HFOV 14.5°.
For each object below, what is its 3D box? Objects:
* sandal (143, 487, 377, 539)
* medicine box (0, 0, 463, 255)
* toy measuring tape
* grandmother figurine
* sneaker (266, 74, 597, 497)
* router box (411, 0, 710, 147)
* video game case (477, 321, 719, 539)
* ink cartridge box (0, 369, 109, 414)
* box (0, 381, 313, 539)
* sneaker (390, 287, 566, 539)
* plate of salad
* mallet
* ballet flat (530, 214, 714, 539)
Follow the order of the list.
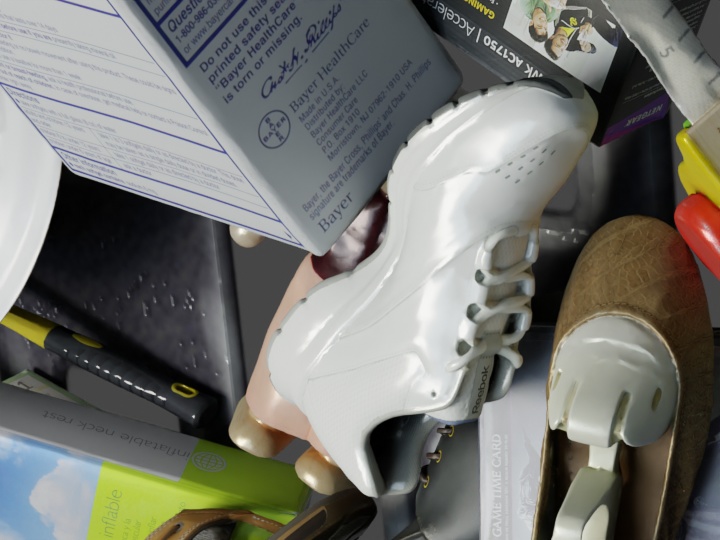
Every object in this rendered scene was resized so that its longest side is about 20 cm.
[{"bbox_3d":[-0.082,0.140,1.282,0.200,0.082,0.055,-30,83,31],"label":"sandal"},{"bbox_3d":[-0.088,-0.121,1.145,0.182,0.103,0.200,19,153,48],"label":"medicine box"},{"bbox_3d":[0.131,-0.057,1.068,0.073,0.074,0.200,-29,104,44],"label":"toy measuring tape"},{"bbox_3d":[0.000,0.000,1.234,0.121,0.061,0.200,24,123,-1],"label":"grandmother figurine"},{"bbox_3d":[0.040,0.007,1.108,0.200,0.074,0.087,-58,48,36],"label":"sneaker"},{"bbox_3d":[0.054,-0.165,1.118,0.200,0.051,0.150,38,130,24],"label":"router box"},{"bbox_3d":[0.141,0.094,1.113,0.199,0.019,0.144,1,95,23],"label":"video game case"},{"bbox_3d":[-0.189,0.118,1.448,0.200,0.048,0.146,27,123,31],"label":"ink cartridge box"},{"bbox_3d":[-0.130,0.128,1.343,0.199,0.048,0.122,16,118,5],"label":"box"},{"bbox_3d":[0.053,0.078,1.212,0.200,0.075,0.107,-27,85,34],"label":"sneaker"},{"bbox_3d":[-0.195,-0.051,1.328,0.200,0.048,0.201,-10,76,44],"label":"plate of salad"},{"bbox_3d":[-0.161,0.033,1.378,0.200,0.066,0.041,28,122,29],"label":"mallet"},{"bbox_3d":[0.091,0.081,1.084,0.068,0.072,0.201,13,100,20],"label":"ballet flat"}]
